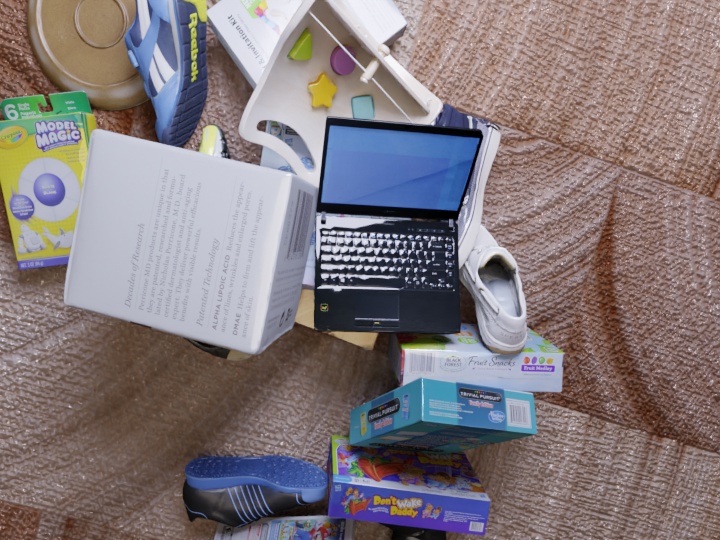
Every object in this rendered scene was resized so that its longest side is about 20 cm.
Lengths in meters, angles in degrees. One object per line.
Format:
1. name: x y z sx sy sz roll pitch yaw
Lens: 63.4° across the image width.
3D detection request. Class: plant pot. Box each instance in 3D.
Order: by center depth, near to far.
1. plant pot: -0.316 -0.305 0.717 0.192 0.028 0.208 0 97 -4

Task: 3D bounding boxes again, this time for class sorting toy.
1. sorting toy: -0.040 -0.189 0.647 0.181 0.107 0.198 -48 128 9

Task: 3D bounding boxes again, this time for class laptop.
1. laptop: 0.040 -0.040 0.625 0.171 0.103 0.208 2 80 -10

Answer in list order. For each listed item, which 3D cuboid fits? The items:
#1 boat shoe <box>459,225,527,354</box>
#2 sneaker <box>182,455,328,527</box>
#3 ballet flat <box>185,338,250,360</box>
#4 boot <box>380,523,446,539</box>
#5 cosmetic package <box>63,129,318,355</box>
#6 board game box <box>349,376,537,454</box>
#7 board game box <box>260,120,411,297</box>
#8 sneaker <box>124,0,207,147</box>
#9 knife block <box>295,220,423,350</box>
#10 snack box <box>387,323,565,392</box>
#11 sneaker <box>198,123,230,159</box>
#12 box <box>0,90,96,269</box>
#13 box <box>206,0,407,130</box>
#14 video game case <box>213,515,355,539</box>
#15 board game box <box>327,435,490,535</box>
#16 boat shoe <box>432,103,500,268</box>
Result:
1. boat shoe: 0.161 0.000 0.708 0.068 0.204 0.071 -5 136 -10
2. sneaker: -0.140 0.301 0.784 0.192 0.070 0.081 5 106 -2
3. ballet flat: -0.224 0.059 0.750 0.197 0.057 0.068 33 94 -7
4. boot: 0.044 0.401 0.811 0.159 0.066 0.208 6 100 -3
5. cosmetic package: -0.161 -0.031 0.603 0.193 0.165 0.171 13 94 5
6. board game box: 0.090 0.181 0.703 0.146 0.200 0.049 12 64 -21
7. board game box: -0.033 -0.077 0.714 0.192 0.043 0.206 7 79 5
8. sneaker: -0.231 -0.246 0.691 0.080 0.074 0.206 17 120 9
9. knife block: 0.000 0.000 0.757 0.194 0.064 0.181 20 94 -6
10. snack box: 0.137 0.106 0.738 0.192 0.142 0.055 2 99 -3
11. sneaker: -0.215 -0.084 0.719 0.087 0.078 0.207 14 88 -3
12. box: -0.377 -0.112 0.719 0.113 0.048 0.208 -7 99 -3
13. box: -0.064 -0.299 0.708 0.198 0.041 0.158 -38 92 -7
14. video game case: -0.107 0.387 0.738 0.193 0.146 0.018 -7 131 13
15. board game box: 0.054 0.274 0.756 0.193 0.135 0.046 9 97 -5
16. boat shoe: 0.106 -0.106 0.730 0.090 0.074 0.206 21 75 -19
